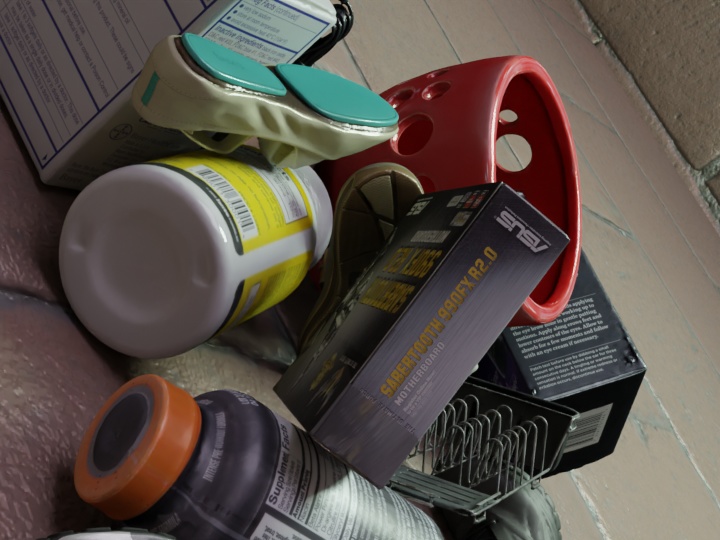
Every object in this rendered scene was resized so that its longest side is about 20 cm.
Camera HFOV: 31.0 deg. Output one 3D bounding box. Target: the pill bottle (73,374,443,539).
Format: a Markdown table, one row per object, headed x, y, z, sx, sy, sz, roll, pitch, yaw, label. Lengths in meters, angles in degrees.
| x | y | z | sx | sy | sz | roll | pitch | yaw | label |
| --- | --- | --- | --- | --- | --- | --- | --- | --- | --- |
| -0.054 | 0.133 | 0.690 | 0.200 | 0.106 | 0.106 | 38 | 25 | -31 | pill bottle |

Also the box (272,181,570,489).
| x | y | z | sx | sy | sz | roll | pitch | yaw | label |
| --- | --- | --- | --- | --- | --- | --- | --- | --- | --- |
| 0.024 | 0.029 | 0.729 | 0.048 | 0.159 | 0.200 | 39 | -4 | -8 | box |

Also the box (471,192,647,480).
| x | y | z | sx | sy | sz | roll | pitch | yaw | label |
| --- | --- | --- | --- | --- | --- | --- | --- | --- | --- |
| 0.146 | 0.056 | 1.121 | 0.148 | 0.104 | 0.201 | 93 | -22 | -53 | box |

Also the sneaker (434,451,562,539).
| x | y | z | sx | sy | sz | roll | pitch | yaw | label |
| --- | --- | --- | --- | --- | --- | --- | --- | --- | --- |
| 0.114 | 0.220 | 0.942 | 0.200 | 0.076 | 0.091 | 53 | 31 | 13 | sneaker |

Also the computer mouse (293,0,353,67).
| x | y | z | sx | sy | sz | roll | pitch | yaw | label |
| --- | --- | --- | --- | --- | --- | --- | --- | --- | --- |
| -0.103 | -0.245 | 1.134 | 0.200 | 0.140 | 0.046 | 47 | 29 | -11 | computer mouse |

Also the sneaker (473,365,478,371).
| x | y | z | sx | sy | sz | roll | pitch | yaw | label |
| --- | --- | --- | --- | --- | --- | --- | --- | --- | --- |
| 0.061 | 0.037 | 1.095 | 0.075 | 0.087 | 0.200 | 35 | 26 | -32 | sneaker |

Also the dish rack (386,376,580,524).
| x | y | z | sx | sy | sz | roll | pitch | yaw | label |
| --- | --- | --- | --- | --- | --- | --- | --- | --- | --- |
| 0.052 | 0.115 | 0.902 | 0.153 | 0.055 | 0.200 | 15 | 9 | 25 | dish rack |

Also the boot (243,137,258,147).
| x | y | z | sx | sy | sz | roll | pitch | yaw | label |
| --- | --- | --- | --- | --- | --- | --- | --- | --- | --- |
| -0.082 | -0.141 | 1.099 | 0.200 | 0.072 | 0.167 | 18 | 42 | -49 | boot |

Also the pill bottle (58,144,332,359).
| x | y | z | sx | sy | sz | roll | pitch | yaw | label |
| --- | --- | --- | --- | --- | --- | --- | --- | --- | --- |
| -0.095 | -0.021 | 0.833 | 0.114 | 0.114 | 0.200 | 53 | 22 | 3 | pill bottle |

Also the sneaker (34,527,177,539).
| x | y | z | sx | sy | sz | roll | pitch | yaw | label |
| --- | --- | --- | --- | --- | --- | --- | --- | --- | --- |
| -0.081 | 0.189 | 0.598 | 0.200 | 0.076 | 0.088 | 36 | 33 | -35 | sneaker |

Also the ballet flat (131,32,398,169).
| x | y | z | sx | sy | sz | roll | pitch | yaw | label |
| --- | --- | --- | --- | --- | --- | --- | --- | --- | --- |
| -0.058 | -0.097 | 0.806 | 0.199 | 0.069 | 0.070 | 10 | 45 | -48 | ballet flat |

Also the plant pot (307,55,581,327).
| x | y | z | sx | sy | sz | roll | pitch | yaw | label |
| --- | --- | --- | --- | --- | --- | --- | --- | --- | --- |
| 0.057 | -0.052 | 0.997 | 0.200 | 0.182 | 0.202 | 22 | 64 | -58 | plant pot |

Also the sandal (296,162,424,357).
| x | y | z | sx | sy | sz | roll | pitch | yaw | label |
| --- | --- | --- | --- | --- | --- | --- | --- | --- | --- |
| 0.000 | 0.000 | 0.896 | 0.080 | 0.201 | 0.054 | -2 | 42 | -16 | sandal |

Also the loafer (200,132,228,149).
| x | y | z | sx | sy | sz | roll | pitch | yaw | label |
| --- | --- | --- | --- | --- | --- | --- | --- | --- | --- |
| -0.098 | -0.119 | 0.936 | 0.075 | 0.070 | 0.200 | -7 | 23 | -45 | loafer |

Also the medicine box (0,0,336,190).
| x | y | z | sx | sy | sz | roll | pitch | yaw | label |
| --- | --- | --- | --- | --- | --- | --- | --- | --- | --- |
| -0.148 | -0.179 | 0.854 | 0.103 | 0.200 | 0.183 | 9 | 47 | -60 | medicine box |
